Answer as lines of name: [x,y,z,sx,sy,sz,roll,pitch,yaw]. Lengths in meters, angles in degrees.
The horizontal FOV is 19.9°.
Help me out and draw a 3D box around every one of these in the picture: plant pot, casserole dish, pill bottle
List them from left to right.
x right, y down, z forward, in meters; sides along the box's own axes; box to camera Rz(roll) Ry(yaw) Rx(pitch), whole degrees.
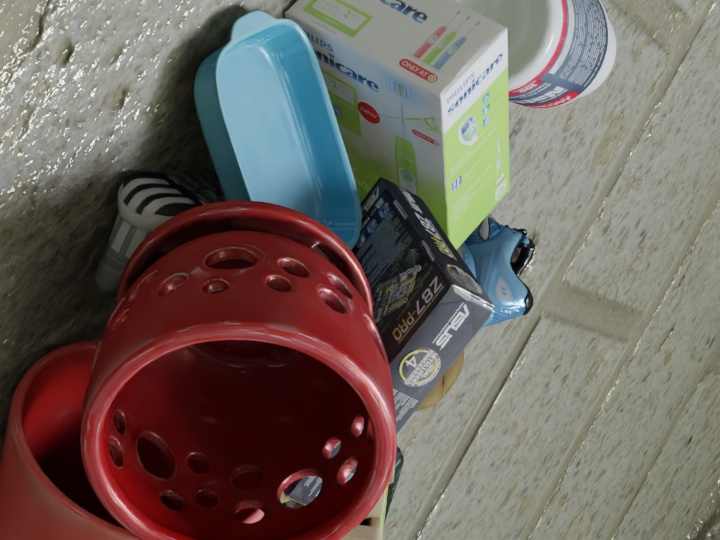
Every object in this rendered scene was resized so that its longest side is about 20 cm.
plant pot: [-0.176,0.178,1.464,0.200,0.200,0.178,-30,152,-49]
plant pot: [-0.077,0.063,1.348,0.183,0.200,0.201,-90,-169,-54]
casserole dish: [-0.062,-0.084,1.452,0.121,0.039,0.200,-36,113,-51]
pill bottle: [0.144,-0.198,1.727,0.120,0.119,0.200,-64,156,10]

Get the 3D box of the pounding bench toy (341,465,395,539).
pounding bench toy: [-0.074,0.184,1.758,0.124,0.199,0.156,90,6,-54]

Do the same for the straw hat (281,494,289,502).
straw hat: [-0.085,0.081,1.624,0.201,0.085,0.201,-7,118,-13]

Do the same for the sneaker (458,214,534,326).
sneaker: [0.107,-0.018,1.812,0.200,0.090,0.078,-100,-172,-46]

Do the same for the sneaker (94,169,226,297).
sneaker: [-0.123,-0.009,1.490,0.200,0.075,0.116,4,120,-53]

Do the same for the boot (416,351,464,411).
boot: [0.044,0.080,1.930,0.175,0.066,0.200,-48,156,-25]

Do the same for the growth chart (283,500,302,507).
growth chart: [-0.097,0.178,1.667,0.200,0.145,0.018,-48,147,-20]

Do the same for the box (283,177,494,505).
box: [-0.003,0.053,1.486,0.049,0.161,0.200,28,107,-30]

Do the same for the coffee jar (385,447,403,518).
coffee jar: [-0.027,0.250,1.963,0.104,0.085,0.200,-35,146,-50]

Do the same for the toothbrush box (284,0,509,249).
toothbrush box: [0.032,-0.125,1.556,0.086,0.145,0.200,-47,155,-25]
